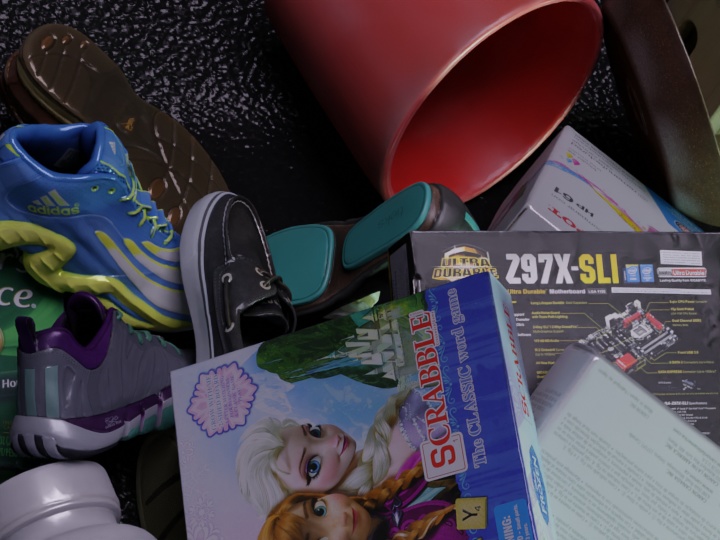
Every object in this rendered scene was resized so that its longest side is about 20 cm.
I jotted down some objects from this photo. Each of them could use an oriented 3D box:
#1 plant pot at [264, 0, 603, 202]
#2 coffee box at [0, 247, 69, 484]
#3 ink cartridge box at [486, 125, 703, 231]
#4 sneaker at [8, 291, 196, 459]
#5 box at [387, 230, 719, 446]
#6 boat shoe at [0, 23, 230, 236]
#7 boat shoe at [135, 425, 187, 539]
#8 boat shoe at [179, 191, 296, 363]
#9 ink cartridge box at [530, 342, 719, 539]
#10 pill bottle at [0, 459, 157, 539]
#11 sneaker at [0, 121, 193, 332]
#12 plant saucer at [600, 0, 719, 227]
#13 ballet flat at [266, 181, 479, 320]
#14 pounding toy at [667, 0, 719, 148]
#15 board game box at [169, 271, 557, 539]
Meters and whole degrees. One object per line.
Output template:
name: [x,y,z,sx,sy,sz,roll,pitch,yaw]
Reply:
plant pot: [0.040,-0.167,1.504,0.200,0.201,0.177,-25,59,-34]
coffee box: [-0.242,0.040,1.316,0.123,0.044,0.201,7,54,-20]
ink cartridge box: [0.154,0.002,1.407,0.144,0.085,0.200,37,23,-2]
sneaker: [-0.137,0.051,1.280,0.074,0.088,0.200,0,8,23]
box: [0.121,0.059,1.254,0.199,0.049,0.160,-1,74,-15]
boat shoe: [-0.158,-0.072,1.420,0.200,0.068,0.072,47,47,-8]
boat shoe: [-0.066,0.178,1.284,0.068,0.075,0.200,-3,54,-47]
boat shoe: [-0.065,0.033,1.304,0.069,0.057,0.201,30,44,-43]
ink cartridge box: [0.126,0.167,1.194,0.162,0.057,0.200,38,89,-13]
pill bottle: [-0.146,0.211,1.194,0.111,0.111,0.200,-10,61,-28]
sneaker: [-0.152,-0.029,1.316,0.200,0.105,0.076,21,48,-27]
plant saucer: [0.206,-0.119,1.493,0.037,0.201,0.201,-19,62,2]
ballet flat: [0.000,0.000,1.375,0.068,0.200,0.068,32,58,-33]
pounding toy: [0.318,-0.185,1.613,0.184,0.200,0.143,-6,59,-26]
board game box: [0.000,0.122,1.164,0.199,0.041,0.201,-19,61,17]
